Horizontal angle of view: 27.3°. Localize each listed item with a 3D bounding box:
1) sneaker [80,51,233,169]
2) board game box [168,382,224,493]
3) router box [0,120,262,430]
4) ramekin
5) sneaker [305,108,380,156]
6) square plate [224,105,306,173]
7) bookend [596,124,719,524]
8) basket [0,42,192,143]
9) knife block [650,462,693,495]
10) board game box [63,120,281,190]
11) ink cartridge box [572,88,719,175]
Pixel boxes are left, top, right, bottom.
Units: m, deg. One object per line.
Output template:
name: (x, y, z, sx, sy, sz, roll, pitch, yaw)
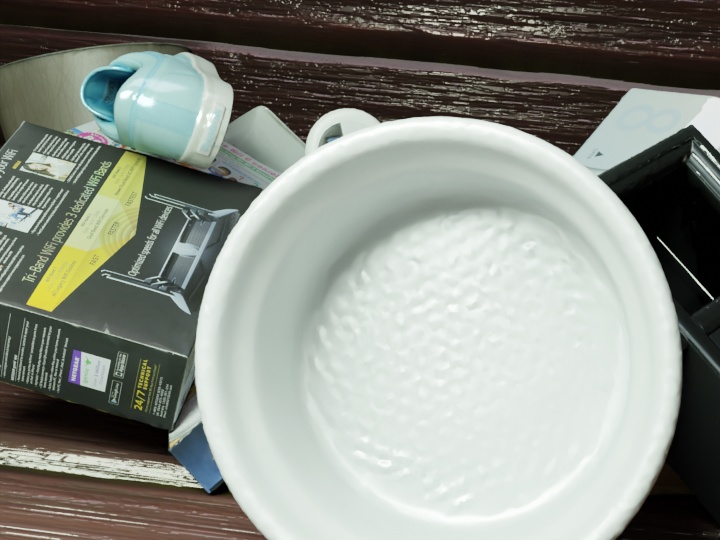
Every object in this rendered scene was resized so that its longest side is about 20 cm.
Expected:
sneaker: (-0.139, -0.114, 0.950, 0.082, 0.074, 0.200, 20, 0, -20)
board game box: (-0.023, 0.029, 0.828, 0.035, 0.200, 0.135, 49, 0, -12)
router box: (-0.154, -0.005, 0.848, 0.157, 0.052, 0.200, 16, 30, 0)
ramekin: (0.039, 0.039, 0.646, 0.200, 0.201, 0.098, 7, 1, 13)
sneaker: (0.000, 0.000, 0.953, 0.073, 0.201, 0.112, -2, 1, -2)
square plate: (-0.059, -0.027, 1.162, 0.198, 0.028, 0.200, 44, -30, -17)
bookend: (0.156, 0.053, 0.769, 0.200, 0.092, 0.199, -27, 70, -34)
basket: (-0.221, -0.079, 1.270, 0.180, 0.201, 0.136, -8, -3, 5)
knife block: (0.129, 0.092, 0.838, 0.199, 0.064, 0.175, 9, 9, 22)
board game box: (-0.157, -0.038, 1.011, 0.147, 0.064, 0.200, 32, 36, 22)
ink cartridge box: (0.230, -0.054, 1.001, 0.200, 0.047, 0.160, 11, 47, 44)
